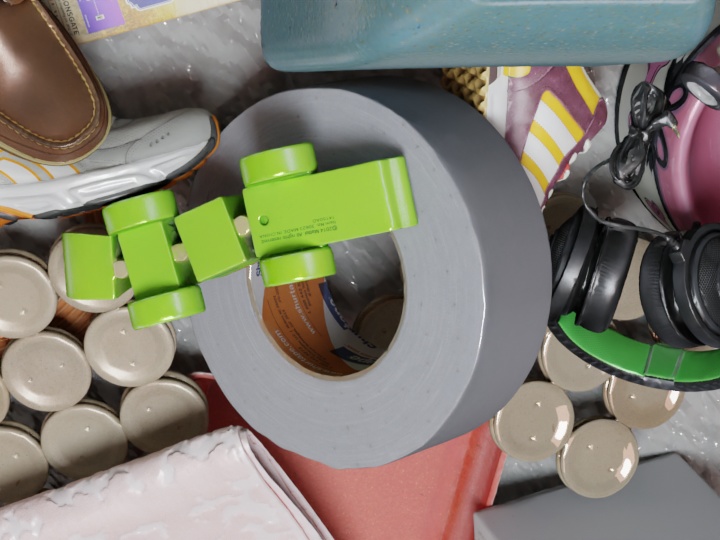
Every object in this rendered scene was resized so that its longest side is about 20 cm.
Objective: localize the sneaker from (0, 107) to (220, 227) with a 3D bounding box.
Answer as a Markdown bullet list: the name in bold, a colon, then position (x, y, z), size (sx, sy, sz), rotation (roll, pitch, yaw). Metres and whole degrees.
- **sneaker**: position (-0.174, -0.069, 1.034), size (0.199, 0.076, 0.093), rotation (-13, 91, -1)

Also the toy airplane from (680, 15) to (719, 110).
- **toy airplane**: position (0.268, -0.057, 0.986), size (0.198, 0.141, 0.201), rotation (-9, 106, -23)

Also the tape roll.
- **tape roll**: position (0.000, 0.000, 1.049), size (0.199, 0.066, 0.202), rotation (7, 103, 36)

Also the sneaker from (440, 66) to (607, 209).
- **sneaker**: position (0.091, -0.061, 1.078), size (0.090, 0.075, 0.201), rotation (-5, 112, -21)

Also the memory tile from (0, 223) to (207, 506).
- **memory tile**: position (-0.166, 0.074, 1.128), size (0.152, 0.017, 0.201), rotation (-18, 116, 10)

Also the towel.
- **towel**: position (-0.116, 0.179, 1.153), size (0.199, 0.032, 0.191), rotation (-21, 133, 13)

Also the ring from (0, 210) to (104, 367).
- **ring**: position (-0.218, -0.025, 1.109), size (0.199, 0.019, 0.201), rotation (-2, 118, -5)

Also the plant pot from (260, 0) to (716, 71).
- **plant pot**: position (0.072, -0.183, 0.906), size (0.195, 0.200, 0.198), rotation (-3, 101, -16)

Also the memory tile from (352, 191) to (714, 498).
- **memory tile**: position (0.106, 0.034, 1.153), size (0.199, 0.017, 0.154), rotation (30, 95, -20)

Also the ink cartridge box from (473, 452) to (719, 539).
- **ink cartridge box**: position (0.163, 0.245, 1.202), size (0.144, 0.147, 0.201), rotation (-14, 119, -18)

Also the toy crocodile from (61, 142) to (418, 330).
- **toy crocodile**: position (-0.065, -0.018, 1.009), size (0.199, 0.062, 0.068), rotation (-16, 90, 19)

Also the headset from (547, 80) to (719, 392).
- **headset**: position (0.156, -0.008, 1.072), size (0.123, 0.094, 0.200), rotation (8, 150, 21)

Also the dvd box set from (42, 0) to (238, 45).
- **dvd box set**: position (-0.097, -0.203, 1.017), size (0.199, 0.029, 0.147), rotation (-16, 118, 4)

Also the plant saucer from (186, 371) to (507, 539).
- **plant saucer**: position (-0.026, 0.150, 1.213), size (0.199, 0.037, 0.201), rotation (9, 117, -9)

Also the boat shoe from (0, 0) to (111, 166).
- **boat shoe**: position (-0.201, -0.133, 0.980), size (0.072, 0.068, 0.200), rotation (-42, 90, -10)

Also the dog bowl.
- **dog bowl**: position (0.244, -0.078, 1.095), size (0.199, 0.074, 0.201), rotation (-2, 119, -4)
